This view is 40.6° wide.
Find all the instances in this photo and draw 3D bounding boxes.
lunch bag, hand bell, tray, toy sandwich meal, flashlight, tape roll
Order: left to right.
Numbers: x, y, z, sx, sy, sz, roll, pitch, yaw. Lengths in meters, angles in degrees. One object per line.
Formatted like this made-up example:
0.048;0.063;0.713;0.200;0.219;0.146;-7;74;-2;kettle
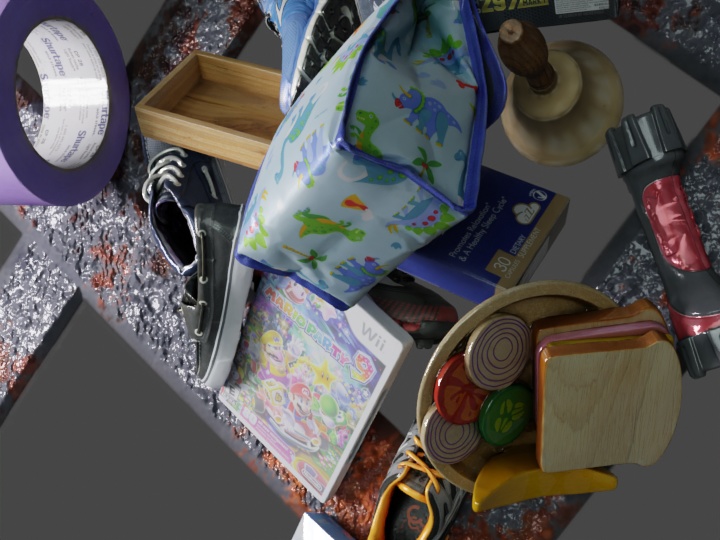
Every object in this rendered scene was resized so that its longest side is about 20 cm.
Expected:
-0.303;-0.161;0.897;0.083;0.199;0.204;3;87;21;tape roll
-0.091;-0.137;0.868;0.197;0.037;0.099;17;50;23;tray
0.009;-0.100;0.688;0.170;0.126;0.203;-39;34;49;lunch bag
0.131;-0.144;0.718;0.102;0.199;0.106;-1;86;21;hand bell
0.140;0.101;0.720;0.206;0.204;0.070;-52;27;10;toy sandwich meal
0.245;-0.024;0.734;0.067;0.068;0.204;-19;80;21;flashlight

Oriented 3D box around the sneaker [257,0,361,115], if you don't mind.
-0.045;-0.214;0.856;0.088;0.078;0.203;-10;59;34;sneaker

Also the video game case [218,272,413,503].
-0.045;0.085;0.822;0.143;0.018;0.202;41;129;21;video game case

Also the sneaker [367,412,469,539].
0.062;0.157;0.791;0.077;0.077;0.203;21;93;23;sneaker

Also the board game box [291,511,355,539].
-0.035;0.331;0.810;0.150;0.036;0.203;29;95;44;board game box

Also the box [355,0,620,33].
0.109;-0.246;0.767;0.196;0.159;0.052;0;131;22;box

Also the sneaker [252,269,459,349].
0.000;0.000;0.830;0.198;0.071;0.100;21;96;24;sneaker

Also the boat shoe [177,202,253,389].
-0.125;0.020;0.828;0.055;0.069;0.202;11;130;-9;boat shoe

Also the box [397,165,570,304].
0.056;-0.048;0.793;0.197;0.033;0.121;22;50;22;box

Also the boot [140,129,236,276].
-0.166;-0.084;0.894;0.072;0.090;0.202;-33;75;16;boot
